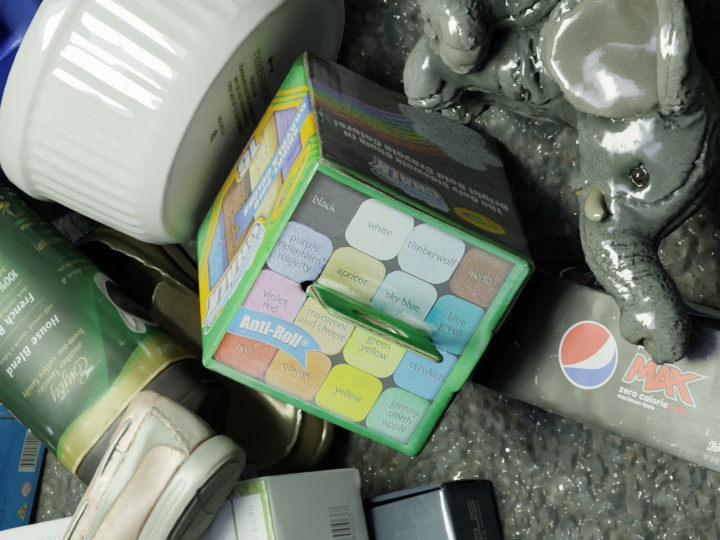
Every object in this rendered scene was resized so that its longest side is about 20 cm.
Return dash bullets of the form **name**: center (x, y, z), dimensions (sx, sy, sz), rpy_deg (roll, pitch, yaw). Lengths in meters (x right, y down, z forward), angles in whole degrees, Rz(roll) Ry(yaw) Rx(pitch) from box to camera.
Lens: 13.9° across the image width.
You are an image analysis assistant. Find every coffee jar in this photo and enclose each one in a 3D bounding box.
- **coffee jar**: center (-0.161, 0.035, 1.544), dimensions (0.200, 0.104, 0.085), rpy_deg (42, 96, 8)

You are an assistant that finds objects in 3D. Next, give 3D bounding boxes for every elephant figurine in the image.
- **elephant figurine**: center (0.132, -0.083, 1.424), dimensions (0.200, 0.141, 0.155), rpy_deg (37, 135, 30)

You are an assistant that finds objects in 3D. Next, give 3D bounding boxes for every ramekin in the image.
- **ramekin**: center (-0.091, -0.104, 1.537), dimensions (0.094, 0.202, 0.203), rpy_deg (34, 109, 17)

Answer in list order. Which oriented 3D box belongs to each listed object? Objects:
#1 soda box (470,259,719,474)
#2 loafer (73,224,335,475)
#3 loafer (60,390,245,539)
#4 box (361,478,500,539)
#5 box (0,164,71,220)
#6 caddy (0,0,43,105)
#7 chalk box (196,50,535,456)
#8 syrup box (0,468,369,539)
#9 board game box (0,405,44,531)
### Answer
- **soda box**: center (0.157, 0.052, 1.441), dimensions (0.200, 0.063, 0.071), rpy_deg (19, 100, 33)
- **loafer**: center (-0.096, 0.046, 1.614), dimensions (0.200, 0.067, 0.076), rpy_deg (39, 112, 28)
- **loafer**: center (-0.133, 0.149, 1.479), dimensions (0.063, 0.072, 0.200), rpy_deg (40, 106, 16)
- **box**: center (0.014, 0.222, 1.549), dimensions (0.157, 0.051, 0.201), rpy_deg (-17, 81, 33)
- **box**: center (-0.232, -0.122, 1.683), dimensions (0.148, 0.107, 0.201), rpy_deg (-22, 78, 32)
- **caddy**: center (-0.254, -0.109, 1.549), dimensions (0.200, 0.141, 0.105), rpy_deg (-47, 69, 24)
- **chalk box**: center (0.000, 0.000, 1.452), dimensions (0.124, 0.200, 0.124), rpy_deg (26, 111, -14)
- **syrup box**: center (-0.094, 0.160, 1.547), dimensions (0.200, 0.081, 0.079), rpy_deg (-15, 81, 38)
- **board game box**: center (-0.295, 0.160, 1.741), dimensions (0.195, 0.056, 0.201), rpy_deg (13, 92, 29)
